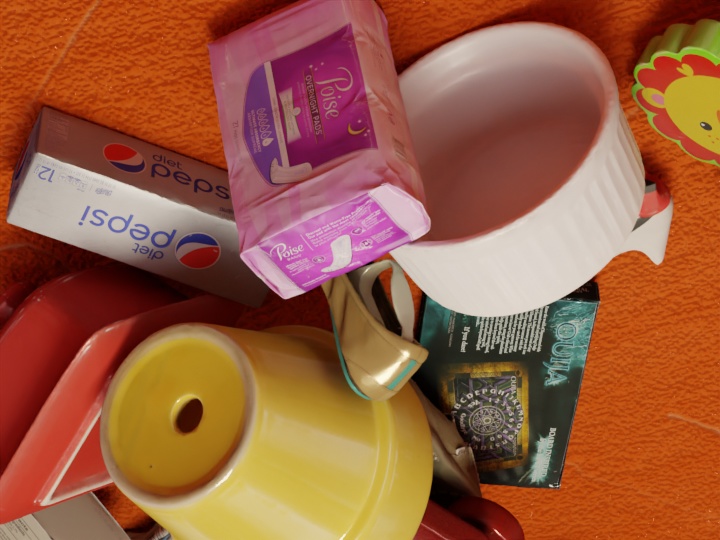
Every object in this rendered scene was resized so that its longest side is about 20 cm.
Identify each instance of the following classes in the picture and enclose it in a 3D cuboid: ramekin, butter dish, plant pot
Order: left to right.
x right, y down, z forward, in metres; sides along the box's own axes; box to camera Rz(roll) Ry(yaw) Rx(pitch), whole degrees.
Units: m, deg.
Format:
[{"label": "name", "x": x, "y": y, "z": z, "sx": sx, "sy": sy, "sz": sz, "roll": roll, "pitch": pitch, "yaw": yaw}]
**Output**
[{"label": "butter dish", "x": -0.214, "y": 0.066, "z": 1.573, "sx": 0.148, "sy": 0.199, "sz": 0.200, "roll": 43, "pitch": 117, "yaw": 20}, {"label": "plant pot", "x": -0.076, "y": 0.124, "z": 1.490, "sx": 0.200, "sy": 0.201, "sz": 0.189, "roll": -28, "pitch": 151, "yaw": 18}, {"label": "ramekin", "x": 0.097, "y": -0.065, "z": 1.453, "sx": 0.200, "sy": 0.201, "sz": 0.098, "roll": -23, "pitch": 134, "yaw": 15}]

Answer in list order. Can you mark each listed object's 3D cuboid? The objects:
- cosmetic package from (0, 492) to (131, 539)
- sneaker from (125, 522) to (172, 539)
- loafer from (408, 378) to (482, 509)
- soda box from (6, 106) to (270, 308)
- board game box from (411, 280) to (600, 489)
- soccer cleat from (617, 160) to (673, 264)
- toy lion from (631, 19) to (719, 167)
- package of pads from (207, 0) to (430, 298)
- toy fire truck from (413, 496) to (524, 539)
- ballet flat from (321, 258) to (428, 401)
[{"label": "cosmetic package", "x": -0.280, "y": 0.260, "z": 1.736, "sx": 0.104, "sy": 0.073, "sz": 0.200, "roll": 48, "pitch": 122, "yaw": 17}, {"label": "sneaker", "x": -0.151, "y": 0.245, "z": 1.749, "sx": 0.200, "sy": 0.086, "sz": 0.078, "roll": -34, "pitch": 123, "yaw": 22}, {"label": "loafer", "x": 0.054, "y": 0.148, "z": 1.662, "sx": 0.076, "sy": 0.068, "sz": 0.200, "roll": -5, "pitch": 144, "yaw": 14}, {"label": "soda box", "x": -0.150, "y": -0.045, "z": 1.537, "sx": 0.199, "sy": 0.064, "sz": 0.068, "roll": 19, "pitch": 124, "yaw": -17}, {"label": "board game box", "x": 0.106, "y": 0.088, "z": 1.672, "sx": 0.135, "sy": 0.028, "sz": 0.201, "roll": 5, "pitch": 128, "yaw": -4}, {"label": "soccer cleat", "x": 0.132, "y": -0.026, "z": 1.563, "sx": 0.199, "sy": 0.069, "sz": 0.085, "roll": -9, "pitch": 124, "yaw": -1}, {"label": "toy lion", "x": 0.289, "y": -0.098, "z": 1.462, "sx": 0.200, "sy": 0.069, "sz": 0.192, "roll": 6, "pitch": 146, "yaw": 46}, {"label": "package of pads", "x": -0.029, "y": -0.092, "z": 1.419, "sx": 0.120, "sy": 0.201, "sz": 0.076, "roll": -25, "pitch": 140, "yaw": 16}, {"label": "toy fire truck", "x": 0.018, "y": 0.226, "z": 1.645, "sx": 0.168, "sy": 0.112, "sz": 0.200, "roll": 33, "pitch": 141, "yaw": 1}, {"label": "ballet flat", "x": 0.000, "y": 0.000, "z": 1.502, "sx": 0.063, "sy": 0.200, "sz": 0.069, "roll": -38, "pitch": 145, "yaw": 23}]
